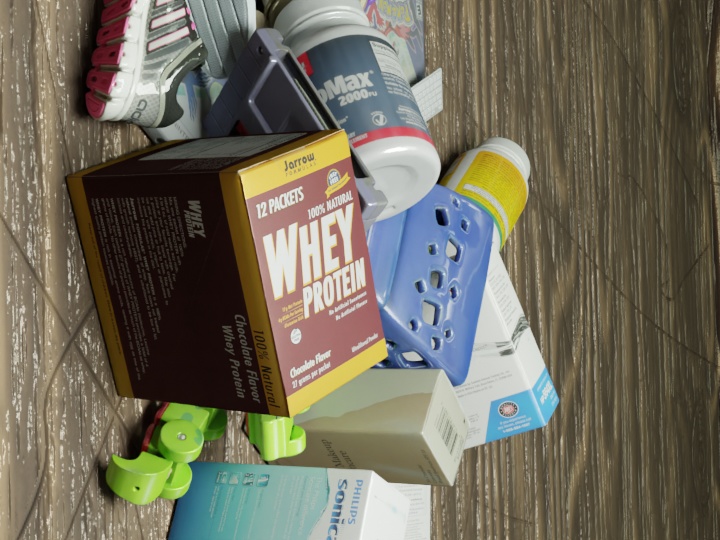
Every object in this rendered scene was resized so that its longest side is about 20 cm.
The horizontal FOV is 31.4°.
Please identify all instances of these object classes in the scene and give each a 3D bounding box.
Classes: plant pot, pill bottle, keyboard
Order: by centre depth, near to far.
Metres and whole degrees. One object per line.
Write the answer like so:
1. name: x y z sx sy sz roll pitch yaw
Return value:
1. pill bottle: -0.012 -0.156 1.182 0.119 0.119 0.201 30 34 -57
2. plant pot: 0.000 0.000 1.294 0.180 0.199 0.201 42 51 -44
3. keyboard: 0.046 -0.182 1.529 0.200 0.011 0.057 -40 141 -44
4. pill bottle: 0.154 -0.090 1.665 0.200 0.112 0.113 -56 135 -49

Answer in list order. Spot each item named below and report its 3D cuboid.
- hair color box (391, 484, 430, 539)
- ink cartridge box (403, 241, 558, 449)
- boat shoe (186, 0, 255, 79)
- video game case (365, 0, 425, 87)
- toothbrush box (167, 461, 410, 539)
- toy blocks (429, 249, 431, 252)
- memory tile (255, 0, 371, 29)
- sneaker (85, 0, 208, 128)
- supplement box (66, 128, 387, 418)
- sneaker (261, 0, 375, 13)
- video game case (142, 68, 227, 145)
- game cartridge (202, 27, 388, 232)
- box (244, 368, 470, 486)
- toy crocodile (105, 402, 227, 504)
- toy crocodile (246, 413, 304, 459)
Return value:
1. hair color box: 0.032 0.212 1.467 0.109 0.064 0.202 14 77 -60
2. ink cartridge box: 0.113 0.087 1.418 0.201 0.145 0.084 68 26 -6
3. boat shoe: -0.128 -0.277 1.152 0.067 0.073 0.202 -52 136 -67
4. video game case: 0.027 -0.266 1.536 0.200 0.023 0.184 -1 89 -62
5. toothbrush box: -0.070 0.254 1.131 0.085 0.199 0.147 44 49 -51
6. toy blocks: 0.051 -0.056 1.505 0.137 0.099 0.201 -76 153 -48
7. memory tile: -0.053 -0.209 1.285 0.200 0.017 0.154 -32 123 -41
8. sneaker: -0.170 -0.209 1.093 0.087 0.073 0.202 22 72 -37
9. supplement box: -0.109 -0.002 1.057 0.132 0.199 0.199 -27 112 -48
10. sneaker: -0.039 -0.289 1.347 0.200 0.083 0.081 -43 119 -55
11. video game case: -0.138 -0.175 1.222 0.183 0.022 0.201 55 42 -46
12. game cartridge: -0.064 -0.094 1.116 0.038 0.130 0.201 -9 58 -45
13. box: -0.003 0.152 1.261 0.095 0.199 0.078 59 39 -40
14. toy crocodile: -0.156 0.134 1.132 0.200 0.061 0.068 -58 172 -49
15. toy crocodile: -0.080 0.115 1.180 0.200 0.061 0.068 -87 176 -69
